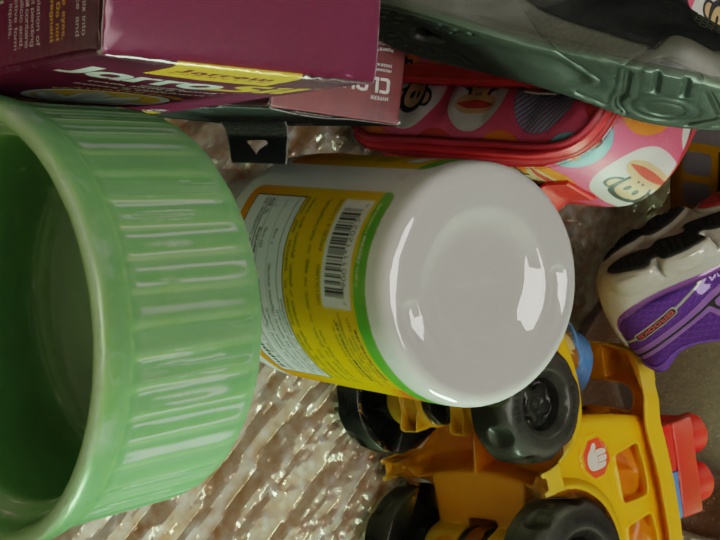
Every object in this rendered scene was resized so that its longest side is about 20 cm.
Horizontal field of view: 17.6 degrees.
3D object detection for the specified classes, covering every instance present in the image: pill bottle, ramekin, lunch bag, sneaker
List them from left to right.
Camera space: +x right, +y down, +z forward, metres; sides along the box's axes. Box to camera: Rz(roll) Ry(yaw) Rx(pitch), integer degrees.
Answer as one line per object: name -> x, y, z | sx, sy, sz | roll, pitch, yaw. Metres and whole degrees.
ramekin -> -0.133, 0.019, 1.030 | 0.098, 0.200, 0.200 | -6, 97, -41
pill bottle -> 0.000, 0.000, 1.110 | 0.111, 0.200, 0.111 | -3, 96, -34
lunch bag -> 0.087, -0.103, 1.163 | 0.082, 0.200, 0.176 | 28, 77, -37
sneaker -> 0.109, -0.133, 1.037 | 0.199, 0.076, 0.114 | 18, 75, 4
sneaker -> 0.223, -0.009, 1.197 | 0.200, 0.081, 0.084 | -23, 111, 11

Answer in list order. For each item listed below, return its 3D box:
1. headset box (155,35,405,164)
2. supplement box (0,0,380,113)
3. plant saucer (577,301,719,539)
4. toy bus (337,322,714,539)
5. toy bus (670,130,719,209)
headset box -> -0.043, -0.151, 1.101 | 0.077, 0.149, 0.200 | 4, 90, -33
supplement box -> -0.096, -0.126, 0.990 | 0.131, 0.200, 0.103 | 4, 87, -32
plant saucer -> 0.214, 0.065, 1.292 | 0.201, 0.200, 0.037 | 58, 26, -23
toy bus -> 0.104, 0.094, 1.232 | 0.192, 0.136, 0.200 | -19, 102, -37
toy bus -> 0.212, -0.061, 1.272 | 0.065, 0.078, 0.200 | -61, 153, -47
